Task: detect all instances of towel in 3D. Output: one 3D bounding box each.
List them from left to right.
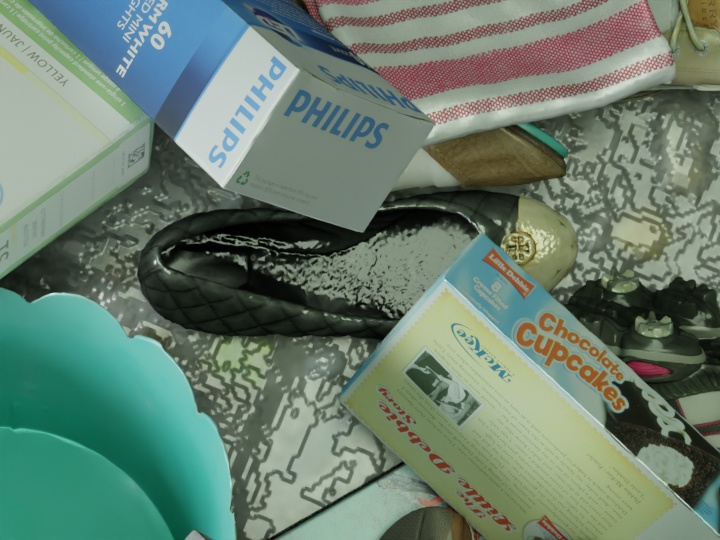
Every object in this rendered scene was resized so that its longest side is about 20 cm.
[{"bbox_3d":[0.039,-0.152,1.023,0.145,0.030,0.201,-16,68,-9],"label":"towel"}]

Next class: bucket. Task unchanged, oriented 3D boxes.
[{"bbox_3d":[-0.150,0.124,0.956,0.205,0.135,0.209,2,67,-5],"label":"bucket"}]

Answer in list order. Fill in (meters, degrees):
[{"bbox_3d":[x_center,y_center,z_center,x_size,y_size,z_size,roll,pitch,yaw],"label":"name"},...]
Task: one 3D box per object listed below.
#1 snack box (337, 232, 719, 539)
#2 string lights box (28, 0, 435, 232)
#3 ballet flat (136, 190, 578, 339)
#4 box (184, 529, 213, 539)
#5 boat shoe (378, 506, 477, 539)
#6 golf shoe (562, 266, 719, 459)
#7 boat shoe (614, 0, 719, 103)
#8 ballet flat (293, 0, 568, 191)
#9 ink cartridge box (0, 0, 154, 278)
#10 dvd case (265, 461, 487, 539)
[{"bbox_3d":[0.092,0.087,0.984,0.200,0.116,0.037,43,52,2],"label":"snack box"},{"bbox_3d":[-0.072,-0.104,0.970,0.200,0.103,0.059,44,105,32],"label":"string lights box"},{"bbox_3d":[0.000,0.000,1.039,0.198,0.057,0.067,-6,85,-4],"label":"ballet flat"},{"bbox_3d":[-0.069,0.186,0.876,0.041,0.200,0.156,41,87,25],"label":"box"},{"bbox_3d":[0.031,0.203,0.998,0.071,0.076,0.202,17,72,-34],"label":"boat shoe"},{"bbox_3d":[0.170,0.064,0.981,0.199,0.077,0.089,18,119,34],"label":"golf shoe"},{"bbox_3d":[0.156,-0.117,1.055,0.198,0.068,0.075,-2,83,-3],"label":"boat shoe"},{"bbox_3d":[-0.004,-0.081,1.045,0.199,0.068,0.073,37,88,4],"label":"ballet flat"},{"bbox_3d":[-0.201,-0.042,0.933,0.145,0.048,0.200,40,57,18],"label":"ink cartridge box"},{"bbox_3d":[0.056,0.148,1.044,0.199,0.022,0.147,-28,86,-7],"label":"dvd case"}]
